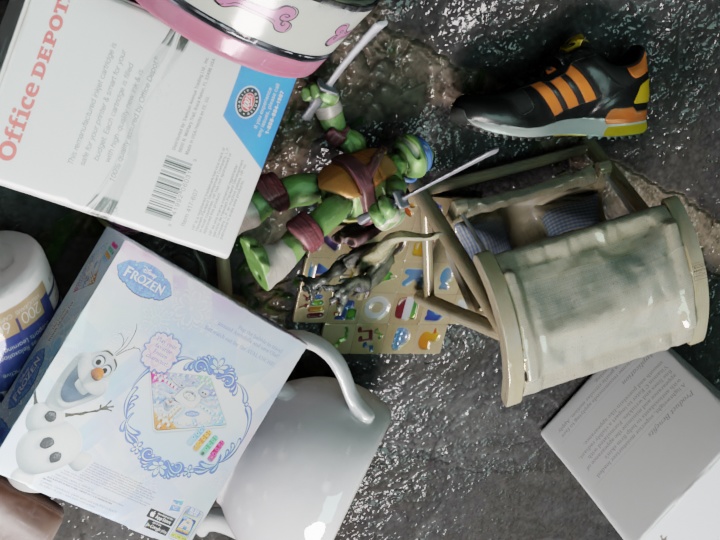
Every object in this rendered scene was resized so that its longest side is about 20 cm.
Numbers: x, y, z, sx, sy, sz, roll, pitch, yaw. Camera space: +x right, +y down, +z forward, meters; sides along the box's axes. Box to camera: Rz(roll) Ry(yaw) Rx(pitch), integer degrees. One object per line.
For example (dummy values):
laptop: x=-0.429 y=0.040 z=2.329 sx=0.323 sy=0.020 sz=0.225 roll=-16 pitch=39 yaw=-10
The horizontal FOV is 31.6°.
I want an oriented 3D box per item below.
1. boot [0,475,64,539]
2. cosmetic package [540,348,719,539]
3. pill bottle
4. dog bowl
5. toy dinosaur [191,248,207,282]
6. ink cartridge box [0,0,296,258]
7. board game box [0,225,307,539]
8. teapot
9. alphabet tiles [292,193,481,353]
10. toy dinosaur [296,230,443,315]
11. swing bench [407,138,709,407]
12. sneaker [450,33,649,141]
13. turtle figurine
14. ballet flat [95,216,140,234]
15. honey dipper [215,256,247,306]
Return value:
boot: x=-0.381 y=0.233 z=1.112 sx=0.186 sy=0.064 sz=0.200 roll=-40 pitch=131 yaw=4
cosmetic package: x=0.328 y=0.198 z=1.317 sx=0.164 sy=0.200 sz=0.165 roll=36 pitch=101 yaw=-35
pill bottle: x=-0.280 y=0.079 z=1.032 sx=0.110 sy=0.111 sz=0.202 roll=-20 pitch=125 yaw=-12
dog bowl: x=-0.088 y=-0.212 z=0.900 sx=0.198 sy=0.201 sz=0.074 roll=18 pitch=118 yaw=-31
toy dinosaur: x=-0.171 y=0.075 z=1.095 sx=0.076 sy=0.102 sz=0.203 roll=-12 pitch=113 yaw=-29
ink cartridge box: x=-0.166 y=-0.113 z=0.906 sx=0.198 sy=0.084 sz=0.148 roll=19 pitch=98 yaw=-28
board game box: x=-0.169 y=0.099 z=1.014 sx=0.199 sy=0.043 sz=0.200 roll=33 pitch=89 yaw=-37
teapot: x=-0.068 y=0.171 z=1.159 sx=0.145 sy=0.198 sz=0.202 roll=27 pitch=78 yaw=4
alphabet tiles: x=0.037 y=0.005 z=1.196 sx=0.197 sy=0.006 sz=0.169 roll=2 pitch=117 yaw=-25
toy dinosaur: x=0.000 y=0.000 z=1.080 sx=0.087 sy=0.200 sz=0.048 roll=-30 pitch=89 yaw=-17
swing bench: x=0.171 y=-0.007 z=1.122 sx=0.196 sy=0.200 sz=0.131 roll=-16 pitch=122 yaw=-18
sneaker: x=0.169 y=-0.164 z=1.128 sx=0.197 sy=0.070 sz=0.091 roll=-2 pitch=104 yaw=-23
turtle figurine: x=-0.024 y=-0.087 z=1.025 sx=0.193 sy=0.200 sz=0.145 roll=-31 pitch=89 yaw=-15
ballet flat: x=-0.188 y=-0.106 z=0.990 sx=0.068 sy=0.071 sz=0.203 roll=-9 pitch=121 yaw=-17
honey dipper: x=-0.121 y=-0.020 z=1.095 sx=0.037 sy=0.038 sz=0.203 roll=-13 pitch=119 yaw=-17
